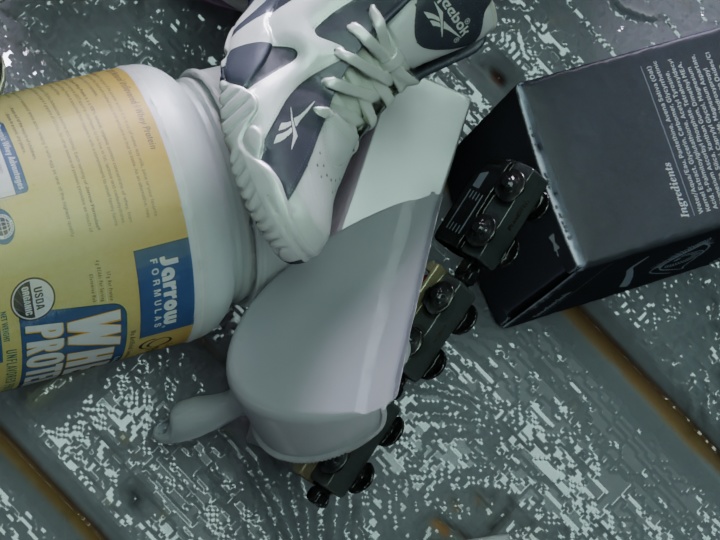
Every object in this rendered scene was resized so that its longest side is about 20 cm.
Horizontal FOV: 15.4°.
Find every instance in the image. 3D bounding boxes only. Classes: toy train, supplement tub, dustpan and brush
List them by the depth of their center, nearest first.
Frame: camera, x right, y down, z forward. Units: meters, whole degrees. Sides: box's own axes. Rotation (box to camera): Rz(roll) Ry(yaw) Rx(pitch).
[{"bbox_3d":[-0.038,0.049,1.324,0.057,0.199,0.140,48,41,-36],"label":"dustpan and brush"},{"bbox_3d":[0.026,0.029,1.330,0.201,0.046,0.034,-57,135,-6],"label":"toy train"},{"bbox_3d":[-0.149,-0.022,1.345,0.199,0.145,0.145,-15,81,-17],"label":"supplement tub"}]

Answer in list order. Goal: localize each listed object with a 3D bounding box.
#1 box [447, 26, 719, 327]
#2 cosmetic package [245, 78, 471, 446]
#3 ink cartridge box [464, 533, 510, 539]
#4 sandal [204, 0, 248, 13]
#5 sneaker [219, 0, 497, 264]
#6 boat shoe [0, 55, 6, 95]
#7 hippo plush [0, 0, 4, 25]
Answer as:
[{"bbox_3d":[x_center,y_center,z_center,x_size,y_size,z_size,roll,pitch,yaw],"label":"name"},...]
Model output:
[{"bbox_3d":[0.165,-0.057,1.435,0.199,0.148,0.105,-16,81,-18],"label":"box"},{"bbox_3d":[0.000,0.000,1.412,0.050,0.083,0.201,21,73,-9],"label":"cosmetic package"},{"bbox_3d":[0.018,0.247,1.355,0.145,0.084,0.201,-7,79,-18],"label":"ink cartridge box"},{"bbox_3d":[-0.083,-0.175,1.454,0.202,0.050,0.083,23,57,5],"label":"sandal"},{"bbox_3d":[0.006,-0.102,1.283,0.129,0.080,0.200,-13,49,18],"label":"sneaker"},{"bbox_3d":[-0.280,-0.124,1.379,0.199,0.060,0.072,15,73,-11],"label":"boat shoe"},{"bbox_3d":[-0.219,-0.211,1.335,0.159,0.200,0.162,27,79,-26],"label":"hippo plush"}]
